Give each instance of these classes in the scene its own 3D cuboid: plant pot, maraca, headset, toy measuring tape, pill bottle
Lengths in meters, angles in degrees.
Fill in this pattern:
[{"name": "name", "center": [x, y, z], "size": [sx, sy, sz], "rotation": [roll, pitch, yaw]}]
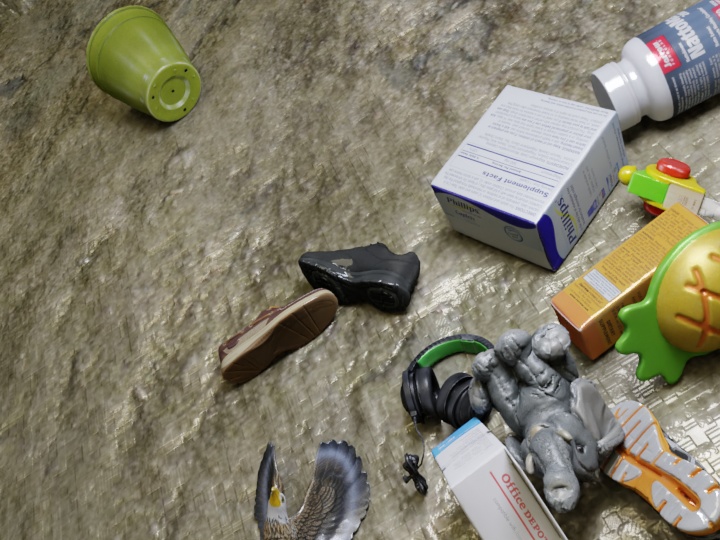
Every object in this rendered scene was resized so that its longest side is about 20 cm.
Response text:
[{"name": "plant pot", "center": [-0.430, -0.407, 1.687], "size": [0.200, 0.201, 0.193], "rotation": [-43, 58, -8]}, {"name": "maraca", "center": [0.365, 0.035, 0.893], "size": [0.200, 0.137, 0.107], "rotation": [-42, 17, 2]}, {"name": "headset", "center": [0.103, 0.166, 0.997], "size": [0.121, 0.095, 0.201], "rotation": [2, 41, 36]}, {"name": "toy measuring tape", "center": [0.417, -0.090, 1.015], "size": [0.197, 0.074, 0.074], "rotation": [25, 68, 23]}, {"name": "pill bottle", "center": [0.422, -0.275, 1.111], "size": [0.197, 0.120, 0.121], "rotation": [-28, 45, 8]}]

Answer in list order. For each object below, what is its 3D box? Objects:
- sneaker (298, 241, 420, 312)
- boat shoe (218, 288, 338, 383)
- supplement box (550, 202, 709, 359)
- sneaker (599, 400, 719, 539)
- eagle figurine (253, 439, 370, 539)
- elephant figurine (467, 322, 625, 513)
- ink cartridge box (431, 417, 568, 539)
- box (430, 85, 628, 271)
[{"name": "sneaker", "center": [0.000, 0.000, 1.184], "size": [0.196, 0.077, 0.091], "rotation": [13, 52, 29]}, {"name": "boat shoe", "center": [-0.124, 0.080, 1.187], "size": [0.199, 0.072, 0.072], "rotation": [-37, 46, 8]}, {"name": "supplement box", "center": [0.326, 0.012, 0.972], "size": [0.199, 0.067, 0.069], "rotation": [-39, 40, -2]}, {"name": "sneaker", "center": [0.307, 0.207, 0.830], "size": [0.079, 0.077, 0.201], "rotation": [-51, 25, 10]}, {"name": "eagle figurine", "center": [-0.085, 0.301, 0.968], "size": [0.150, 0.152, 0.200], "rotation": [33, 33, 3]}, {"name": "elephant figurine", "center": [0.199, 0.170, 0.847], "size": [0.152, 0.143, 0.202], "rotation": [-9, 50, -20]}, {"name": "ink cartridge box", "center": [0.136, 0.227, 0.807], "size": [0.067, 0.117, 0.200], "rotation": [-34, 0, -2]}, {"name": "box", "center": [0.231, -0.131, 1.117], "size": [0.182, 0.105, 0.201], "rotation": [26, 70, 41]}]
